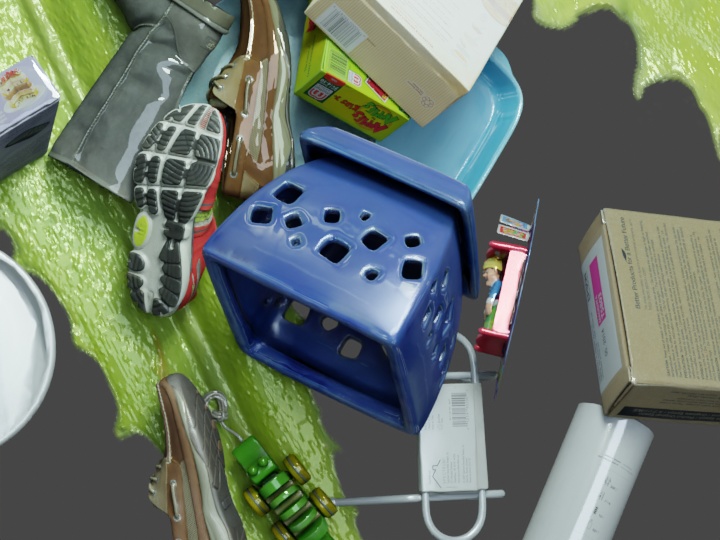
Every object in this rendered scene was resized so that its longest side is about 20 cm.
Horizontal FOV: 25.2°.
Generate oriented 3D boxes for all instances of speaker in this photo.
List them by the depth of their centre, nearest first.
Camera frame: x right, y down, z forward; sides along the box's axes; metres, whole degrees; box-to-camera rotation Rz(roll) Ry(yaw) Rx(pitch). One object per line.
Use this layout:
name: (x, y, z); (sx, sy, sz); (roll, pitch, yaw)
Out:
speaker: (0.210, 0.230, 1.543); (0.081, 0.081, 0.200); (27, 76, -10)

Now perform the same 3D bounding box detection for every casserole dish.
casserole dish: (0.079, -0.138, 1.569); (0.121, 0.039, 0.200); (40, 68, -20)

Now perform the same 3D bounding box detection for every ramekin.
ramekin: (-0.370, 0.071, 1.401); (0.202, 0.094, 0.203); (2, 81, -14)

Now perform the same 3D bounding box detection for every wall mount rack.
wall mount rack: (0.047, 0.159, 1.517); (0.174, 0.075, 0.200); (0, 82, -19)

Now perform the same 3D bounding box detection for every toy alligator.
toy alligator: (-0.082, 0.192, 1.476); (0.059, 0.054, 0.200); (-39, 90, -2)

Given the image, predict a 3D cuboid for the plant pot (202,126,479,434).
plant pot: (0.000, 0.000, 1.437); (0.200, 0.200, 0.180); (24, 66, 19)

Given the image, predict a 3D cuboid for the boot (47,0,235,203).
boot: (-0.227, -0.185, 1.491); (0.182, 0.073, 0.200); (35, 99, 29)

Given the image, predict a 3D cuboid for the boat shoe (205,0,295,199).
boat shoe: (-0.103, -0.161, 1.479); (0.074, 0.076, 0.200); (-2, 82, -12)

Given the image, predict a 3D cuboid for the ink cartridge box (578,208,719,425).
ink cartridge box: (0.309, 0.047, 1.564); (0.165, 0.075, 0.200); (6, 56, -14)

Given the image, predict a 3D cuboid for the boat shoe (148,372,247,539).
boat shoe: (-0.158, 0.193, 1.450); (0.072, 0.076, 0.200); (-15, 86, 8)

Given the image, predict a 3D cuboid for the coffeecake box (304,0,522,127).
coffeecake box: (0.060, -0.257, 1.497); (0.154, 0.073, 0.200); (43, 46, -12)

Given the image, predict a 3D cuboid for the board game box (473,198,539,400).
board game box: (0.128, 0.023, 1.499); (0.039, 0.200, 0.158); (13, 114, 5)

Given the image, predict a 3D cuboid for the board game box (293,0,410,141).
board game box: (0.002, -0.231, 1.521); (0.102, 0.048, 0.200); (27, 52, -27)

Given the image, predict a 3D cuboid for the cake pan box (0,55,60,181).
cake pan box: (-0.356, -0.091, 1.382); (0.200, 0.184, 0.052); (-35, 88, -16)

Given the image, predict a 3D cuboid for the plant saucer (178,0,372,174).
plant saucer: (-0.080, -0.170, 1.544); (0.201, 0.039, 0.201); (2, 81, -15)

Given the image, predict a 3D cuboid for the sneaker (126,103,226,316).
sneaker: (-0.163, -0.058, 1.467); (0.077, 0.085, 0.200); (19, 103, 17)
